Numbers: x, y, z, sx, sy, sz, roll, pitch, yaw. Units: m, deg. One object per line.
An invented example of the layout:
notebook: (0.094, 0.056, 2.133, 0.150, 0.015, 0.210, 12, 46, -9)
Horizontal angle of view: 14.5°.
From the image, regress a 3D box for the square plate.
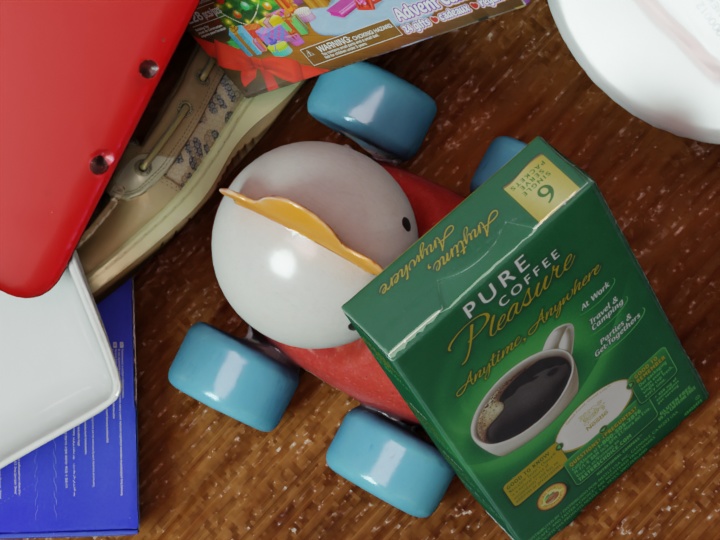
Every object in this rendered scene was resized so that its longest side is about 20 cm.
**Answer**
square plate: (-0.204, 0.014, 1.351, 0.200, 0.028, 0.199, -33, 68, 31)

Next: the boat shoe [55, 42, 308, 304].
boat shoe: (-0.095, -0.060, 1.374, 0.063, 0.073, 0.200, 42, 64, -7)

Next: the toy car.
toy car: (0.000, 0.000, 1.313, 0.177, 0.200, 0.185, 28, 89, 10)

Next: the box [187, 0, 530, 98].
box: (-0.024, -0.157, 1.265, 0.137, 0.200, 0.039, 49, 54, -21)

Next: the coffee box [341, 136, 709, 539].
coffee box: (0.080, 0.038, 1.296, 0.123, 0.200, 0.044, -41, 52, -4)

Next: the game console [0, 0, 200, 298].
game console: (-0.182, -0.118, 1.294, 0.172, 0.119, 0.200, 40, 105, 50)

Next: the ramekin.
ramekin: (0.180, -0.155, 1.314, 0.200, 0.098, 0.201, 7, 110, 20)

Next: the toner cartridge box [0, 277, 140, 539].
toner cartridge box: (-0.161, 0.032, 1.397, 0.095, 0.043, 0.201, 1, 84, -19)
